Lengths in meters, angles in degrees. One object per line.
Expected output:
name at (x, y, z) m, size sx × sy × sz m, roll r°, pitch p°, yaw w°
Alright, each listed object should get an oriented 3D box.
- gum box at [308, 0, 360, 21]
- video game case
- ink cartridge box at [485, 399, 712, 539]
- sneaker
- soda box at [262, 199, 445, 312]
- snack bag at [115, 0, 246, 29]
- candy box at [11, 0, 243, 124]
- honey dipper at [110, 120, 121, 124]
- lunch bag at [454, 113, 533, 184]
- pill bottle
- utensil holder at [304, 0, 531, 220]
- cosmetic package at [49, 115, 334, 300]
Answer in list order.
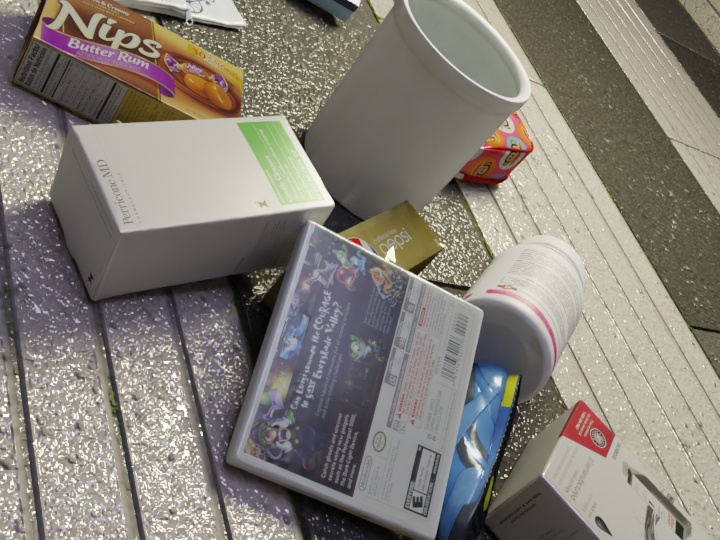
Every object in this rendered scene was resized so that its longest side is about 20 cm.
gum box at (-0.060, -0.462, 1.221) m, size 0.167 × 0.044 × 0.204 m, roll 23°, pitch 64°, yaw -23°
video game case at (0.004, 0.087, 0.724) m, size 0.179 × 0.023 × 0.204 m, roll 26°, pitch 64°, yaw -20°
ink cartridge box at (0.223, 0.240, 0.811) m, size 0.200 × 0.083 × 0.146 m, roll 46°, pitch 33°, yaw 5°
sneaker at (0.085, 0.158, 0.789) m, size 0.077 × 0.067 × 0.201 m, roll 13°, pitch 42°, yaw 13°
soda box at (0.000, 0.000, 0.848) m, size 0.064 × 0.068 × 0.199 m, roll 49°, pitch 35°, yaw 7°
snack bag at (-0.231, -0.350, 1.024) m, size 0.198 × 0.021 × 0.191 m, roll -1°, pitch 54°, yaw -46°
candy box at (-0.207, -0.180, 0.839) m, size 0.197 × 0.056 × 0.118 m, roll 26°, pitch 38°, yaw -26°
honey dipper at (-0.137, -0.085, 0.828) m, size 0.197 × 0.038 × 0.039 m, roll 18°, pitch 41°, yaw -36°
lunch bag at (0.120, -0.209, 1.182) m, size 0.174 × 0.082 × 0.202 m, roll -1°, pitch 54°, yaw -45°
pill bottle at (0.166, 0.042, 0.935) m, size 0.113 × 0.114 × 0.200 m, roll 45°, pitch 34°, yaw 3°
utensil holder at (0.055, -0.170, 0.969) m, size 0.168 × 0.200 × 0.172 m, roll 26°, pitch 38°, yaw -22°
cosmetic package at (-0.134, -0.055, 0.732) m, size 0.197 × 0.085 × 0.109 m, roll -12°, pitch 61°, yaw -42°
